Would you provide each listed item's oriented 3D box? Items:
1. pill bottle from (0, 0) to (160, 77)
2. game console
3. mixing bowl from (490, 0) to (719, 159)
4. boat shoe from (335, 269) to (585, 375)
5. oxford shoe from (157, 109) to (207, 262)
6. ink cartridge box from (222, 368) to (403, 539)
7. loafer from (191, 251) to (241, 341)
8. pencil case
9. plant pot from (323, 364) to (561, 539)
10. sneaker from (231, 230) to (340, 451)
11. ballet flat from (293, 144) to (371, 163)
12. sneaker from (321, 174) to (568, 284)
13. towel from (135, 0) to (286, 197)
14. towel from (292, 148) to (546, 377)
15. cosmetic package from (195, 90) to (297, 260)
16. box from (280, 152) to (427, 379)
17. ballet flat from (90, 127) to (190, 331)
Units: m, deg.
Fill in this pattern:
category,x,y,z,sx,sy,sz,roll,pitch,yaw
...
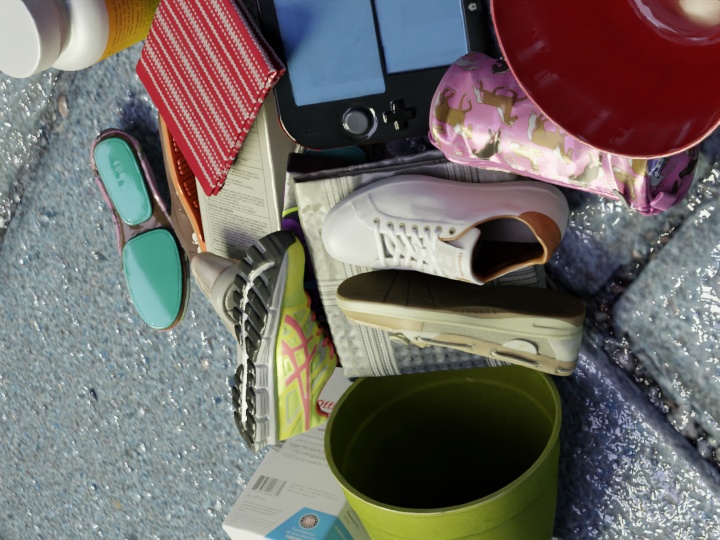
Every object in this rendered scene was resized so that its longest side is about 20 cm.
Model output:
category,x,y,z,sx,sy,sz,roll,pitch,yaw
pill bottle,-0.229,-0.237,1.475,0.112,0.200,0.113,23,129,31
game console,0.009,-0.196,1.349,0.176,0.031,0.201,-5,115,12
mixing bowl,0.198,-0.189,1.179,0.199,0.108,0.201,22,128,31
boat shoe,0.078,0.044,1.391,0.199,0.073,0.064,5,115,1
oxford shoe,-0.158,-0.075,1.610,0.072,0.071,0.201,9,121,45
ink cartridge box,-0.021,0.181,1.573,0.115,0.200,0.067,9,143,39
loafer,-0.090,0.044,1.587,0.063,0.072,0.200,36,168,38
pencil case,0.149,-0.104,1.287,0.199,0.087,0.083,18,133,30
plant pot,0.085,0.199,1.482,0.199,0.200,0.194,17,137,35
sneaker,-0.058,0.055,1.478,0.078,0.090,0.201,-127,37,-53
ballet flat,-0.021,-0.125,1.462,0.067,0.064,0.201,6,129,-7
sneaker,0.059,-0.028,1.347,0.199,0.085,0.073,-6,119,17
towel,-0.127,-0.166,1.427,0.145,0.022,0.200,59,149,15
towel,0.055,-0.006,1.428,0.191,0.035,0.201,-6,118,16
cosmetic package,-0.091,-0.106,1.525,0.105,0.071,0.201,18,126,35
box,0.000,0.000,1.487,0.142,0.036,0.201,8,127,3
ballet flat,-0.206,-0.043,1.675,0.069,0.071,0.201,-18,96,10
